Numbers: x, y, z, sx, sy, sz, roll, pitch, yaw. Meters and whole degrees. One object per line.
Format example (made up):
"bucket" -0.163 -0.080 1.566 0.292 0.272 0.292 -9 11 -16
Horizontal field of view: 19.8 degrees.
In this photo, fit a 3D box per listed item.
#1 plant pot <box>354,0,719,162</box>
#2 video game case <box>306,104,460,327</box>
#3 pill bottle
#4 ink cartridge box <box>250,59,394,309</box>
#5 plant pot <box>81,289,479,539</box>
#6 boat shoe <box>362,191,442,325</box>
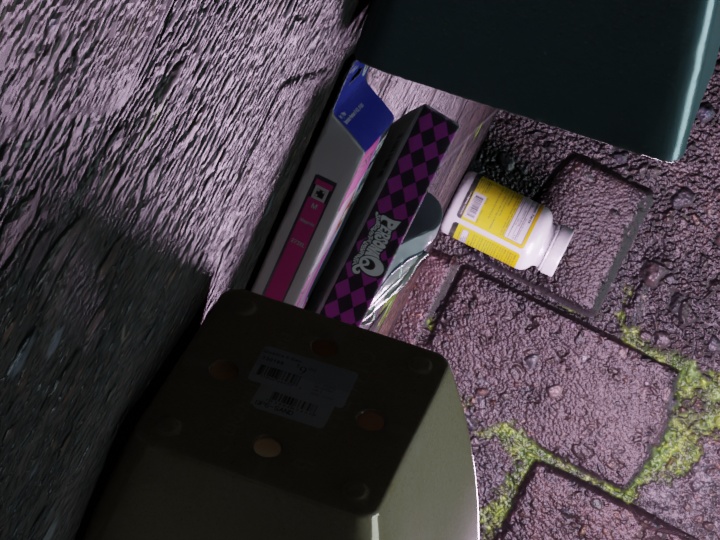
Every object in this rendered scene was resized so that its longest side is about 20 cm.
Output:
"plant pot" 0.132 -0.209 1.194 0.196 0.195 0.201 -56 163 -63
"video game case" -0.009 -0.009 1.446 0.200 0.036 0.181 -64 -171 -12
"pill bottle" 0.240 -0.071 3.361 0.113 0.200 0.112 -63 176 -7
"ink cartridge box" -0.023 -0.045 1.297 0.095 0.037 0.200 -55 168 -69
"plant pot" -0.044 0.132 1.134 0.200 0.199 0.177 -60 163 -47
"boat shoe" 0.004 0.003 1.654 0.202 0.074 0.086 -54 169 -56
